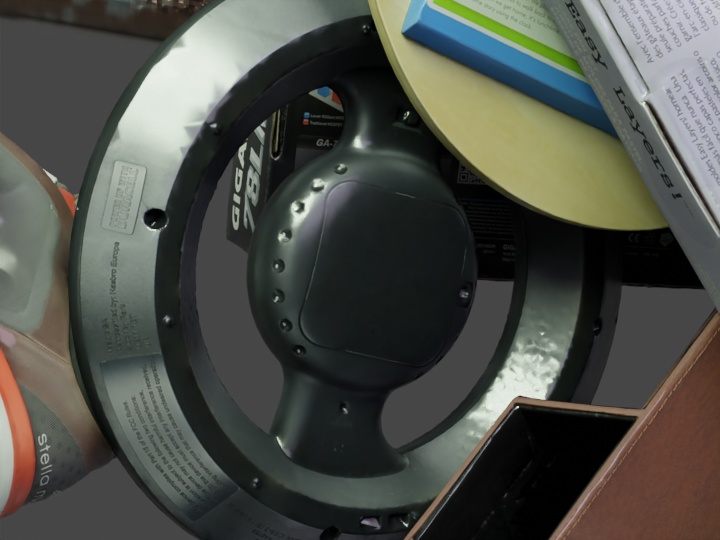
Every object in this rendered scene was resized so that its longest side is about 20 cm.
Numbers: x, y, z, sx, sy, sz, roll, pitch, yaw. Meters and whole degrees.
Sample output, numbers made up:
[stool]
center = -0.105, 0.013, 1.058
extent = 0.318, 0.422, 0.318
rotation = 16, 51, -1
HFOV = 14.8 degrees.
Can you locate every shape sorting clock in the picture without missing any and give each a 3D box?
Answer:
[shape sorting clock]
center = 0.086, -0.113, 0.883
extent = 0.200, 0.039, 0.200
rotation = -3, 97, -26

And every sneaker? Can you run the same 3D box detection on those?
[sneaker]
center = -0.130, -0.016, 0.881
extent = 0.082, 0.077, 0.200
rotation = -13, 77, -37

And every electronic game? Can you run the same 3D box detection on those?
[electronic game]
center = 0.000, 0.000, 0.881
extent = 0.200, 0.042, 0.200
rotation = -4, 97, -30

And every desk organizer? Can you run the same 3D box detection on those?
[desk organizer]
center = 0.107, 0.047, 0.888
extent = 0.200, 0.072, 0.077
rotation = -51, 119, -24

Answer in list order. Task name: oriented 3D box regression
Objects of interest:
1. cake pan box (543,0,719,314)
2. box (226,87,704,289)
[cake pan box]
center = 0.163, -0.076, 0.838
extent = 0.184, 0.052, 0.200
rotation = -32, 94, -12
[box]
center = 0.064, -0.096, 0.938
extent = 0.200, 0.050, 0.199
rotation = 2, 100, -18
